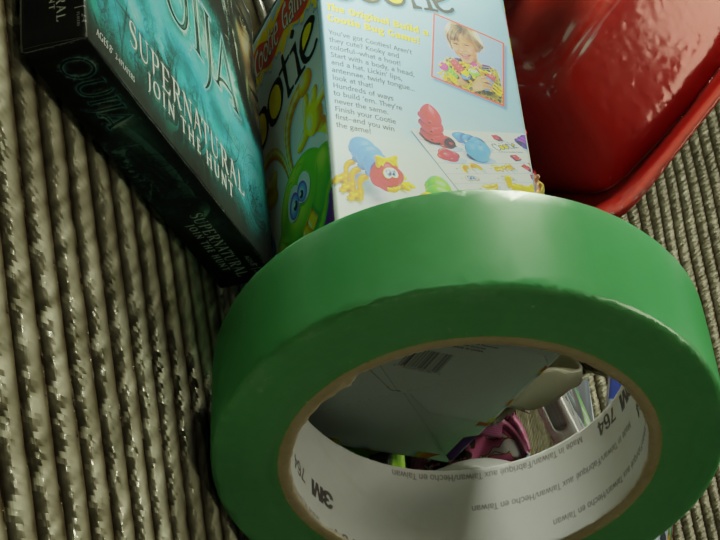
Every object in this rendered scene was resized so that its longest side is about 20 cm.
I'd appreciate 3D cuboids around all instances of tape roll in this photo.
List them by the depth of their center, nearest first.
[{"bbox_3d":[0.040,0.056,0.628,0.201,0.198,0.049,67,14,-47],"label":"tape roll"}]

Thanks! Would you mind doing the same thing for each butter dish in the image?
[{"bbox_3d":[0.123,-0.142,0.983,0.148,0.200,0.199,49,-19,-25],"label":"butter dish"}]

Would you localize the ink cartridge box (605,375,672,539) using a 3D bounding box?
[{"bbox_3d":[0.158,0.128,0.916,0.119,0.041,0.203,52,40,-68],"label":"ink cartridge box"}]

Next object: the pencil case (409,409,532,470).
[{"bbox_3d":[0.073,0.082,1.100,0.201,0.086,0.084,-87,155,-64],"label":"pencil case"}]

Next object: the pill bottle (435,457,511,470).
[{"bbox_3d":[0.076,0.171,0.911,0.200,0.118,0.121,50,30,-69],"label":"pill bottle"}]

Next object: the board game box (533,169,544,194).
[{"bbox_3d":[0.079,-0.061,0.886,0.200,0.038,0.160,-91,167,-85],"label":"board game box"}]

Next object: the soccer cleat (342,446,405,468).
[{"bbox_3d":[-0.007,0.046,0.795,0.082,0.066,0.202,88,1,-54],"label":"soccer cleat"}]

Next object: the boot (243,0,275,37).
[{"bbox_3d":[0.038,-0.163,0.867,0.182,0.197,0.073,-77,153,-67],"label":"boot"}]

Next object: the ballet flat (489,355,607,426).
[{"bbox_3d":[0.123,0.053,0.999,0.071,0.199,0.073,30,-49,42],"label":"ballet flat"}]

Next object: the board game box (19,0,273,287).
[{"bbox_3d":[-0.079,-0.094,0.626,0.200,0.028,0.137,57,24,-63],"label":"board game box"}]

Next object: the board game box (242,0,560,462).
[{"bbox_3d":[0.009,-0.032,0.727,0.103,0.104,0.202,129,-35,-47],"label":"board game box"}]

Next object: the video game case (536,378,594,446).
[{"bbox_3d":[0.121,0.035,1.133,0.183,0.023,0.200,63,12,-15],"label":"video game case"}]
